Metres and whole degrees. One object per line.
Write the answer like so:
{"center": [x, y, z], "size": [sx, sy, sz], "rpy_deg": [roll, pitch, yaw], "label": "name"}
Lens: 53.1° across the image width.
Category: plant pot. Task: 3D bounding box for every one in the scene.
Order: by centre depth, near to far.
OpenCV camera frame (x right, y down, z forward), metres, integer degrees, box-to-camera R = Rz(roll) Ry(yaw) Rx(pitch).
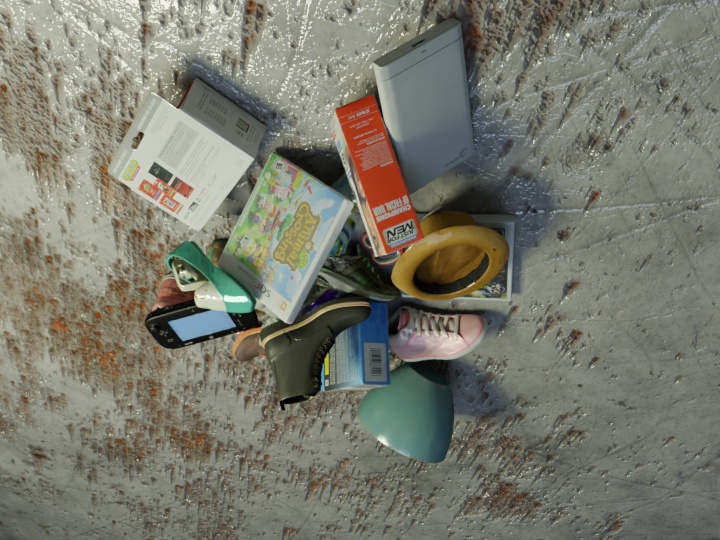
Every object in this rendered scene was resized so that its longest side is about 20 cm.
{"center": [0.108, 0.262, 1.422], "size": [0.196, 0.200, 0.137], "rpy_deg": [24, 99, -11], "label": "plant pot"}

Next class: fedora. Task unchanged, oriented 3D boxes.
{"center": [0.135, -0.031, 1.120], "size": [0.195, 0.084, 0.202], "rpy_deg": [-5, 148, -3], "label": "fedora"}

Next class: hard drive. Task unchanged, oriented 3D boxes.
{"center": [0.091, -0.215, 0.972], "size": [0.130, 0.027, 0.203], "rpy_deg": [-33, 136, -17], "label": "hard drive"}

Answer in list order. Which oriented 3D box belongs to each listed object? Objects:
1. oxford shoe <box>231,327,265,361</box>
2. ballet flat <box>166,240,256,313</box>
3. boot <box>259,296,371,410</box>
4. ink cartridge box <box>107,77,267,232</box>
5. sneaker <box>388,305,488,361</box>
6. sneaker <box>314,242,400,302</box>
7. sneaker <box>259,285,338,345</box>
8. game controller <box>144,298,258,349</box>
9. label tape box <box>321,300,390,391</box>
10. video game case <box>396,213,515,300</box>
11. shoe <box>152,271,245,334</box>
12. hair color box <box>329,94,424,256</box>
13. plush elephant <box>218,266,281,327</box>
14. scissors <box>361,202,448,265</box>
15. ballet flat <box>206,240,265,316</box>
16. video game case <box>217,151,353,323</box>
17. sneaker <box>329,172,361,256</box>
{"center": [-0.186, 0.149, 1.424], "size": [0.070, 0.074, 0.198], "rpy_deg": [6, 150, -45], "label": "oxford shoe"}
{"center": [-0.242, 0.022, 1.128], "size": [0.199, 0.070, 0.068], "rpy_deg": [35, 148, 36], "label": "ballet flat"}
{"center": [-0.060, 0.137, 1.193], "size": [0.196, 0.141, 0.078], "rpy_deg": [-22, 152, 7], "label": "boot"}
{"center": [-0.269, -0.185, 1.108], "size": [0.174, 0.085, 0.199], "rpy_deg": [32, 133, -20], "label": "ink cartridge box"}
{"center": [0.128, 0.108, 1.316], "size": [0.197, 0.077, 0.105], "rpy_deg": [-16, 135, 33], "label": "sneaker"}
{"center": [0.000, 0.000, 1.239], "size": [0.197, 0.091, 0.076], "rpy_deg": [17, 175, -40], "label": "sneaker"}
{"center": [-0.088, 0.087, 1.321], "size": [0.099, 0.070, 0.200], "rpy_deg": [39, 107, -26], "label": "sneaker"}
{"center": [-0.287, 0.091, 1.309], "size": [0.195, 0.043, 0.106], "rpy_deg": [-15, 131, 7], "label": "game controller"}
{"center": [-0.019, 0.145, 1.327], "size": [0.062, 0.149, 0.199], "rpy_deg": [5, 166, -27], "label": "label tape box"}
{"center": [0.159, -0.021, 1.216], "size": [0.194, 0.024, 0.185], "rpy_deg": [2, 135, 11], "label": "video game case"}
{"center": [-0.306, 0.090, 1.394], "size": [0.198, 0.092, 0.071], "rpy_deg": [34, 134, -20], "label": "shoe"}
{"center": [0.020, -0.126, 1.001], "size": [0.063, 0.111, 0.205], "rpy_deg": [-21, 91, -6], "label": "hair color box"}
{"center": [-0.174, 0.001, 1.220], "size": [0.152, 0.165, 0.203], "rpy_deg": [29, 124, 3], "label": "plush elephant"}
{"center": [0.081, -0.057, 1.167], "size": [0.197, 0.014, 0.074], "rpy_deg": [-20, 119, 40], "label": "scissors"}
{"center": [-0.235, 0.035, 1.339], "size": [0.069, 0.066, 0.202], "rpy_deg": [-10, 132, 23], "label": "ballet flat"}
{"center": [-0.119, -0.054, 1.095], "size": [0.181, 0.203, 0.022], "rpy_deg": [34, -171, 33], "label": "video game case"}
{"center": [-0.013, -0.093, 1.104], "size": [0.079, 0.132, 0.199], "rpy_deg": [34, 133, -20], "label": "sneaker"}
